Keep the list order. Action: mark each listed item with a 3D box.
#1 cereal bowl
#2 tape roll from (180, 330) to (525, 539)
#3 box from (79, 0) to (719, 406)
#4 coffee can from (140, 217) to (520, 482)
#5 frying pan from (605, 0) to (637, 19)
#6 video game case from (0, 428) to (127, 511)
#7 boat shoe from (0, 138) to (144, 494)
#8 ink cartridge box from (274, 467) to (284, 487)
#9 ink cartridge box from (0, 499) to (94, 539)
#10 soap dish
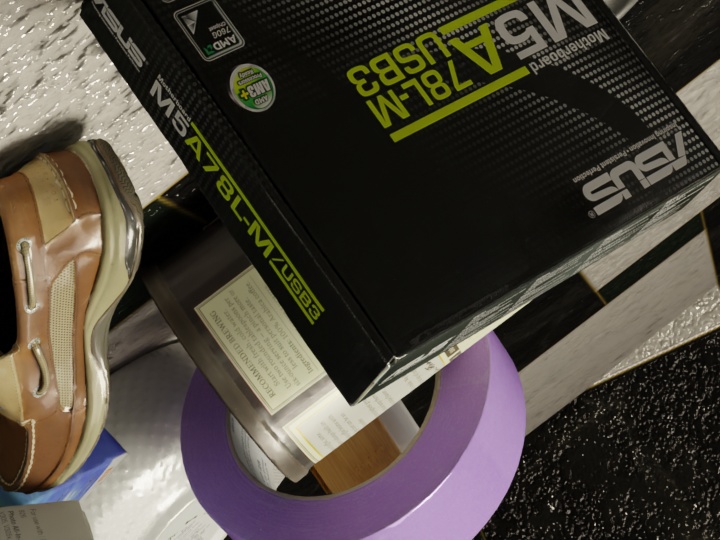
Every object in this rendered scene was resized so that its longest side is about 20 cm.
[{"bbox_3d":[-0.137,0.148,1.341,0.200,0.083,0.201,-40,155,-23],"label":"cereal bowl"},{"bbox_3d":[-0.005,0.089,1.212,0.200,0.200,0.066,-37,140,0],"label":"tape roll"},{"bbox_3d":[0.020,-0.072,0.815,0.199,0.194,0.048,-27,164,-34],"label":"box"},{"bbox_3d":[0.000,0.000,1.132,0.200,0.147,0.146,-36,168,-1],"label":"coffee can"},{"bbox_3d":[0.160,-0.176,1.196,0.190,0.031,0.115,-38,168,-9],"label":"frying pan"},{"bbox_3d":[-0.227,0.161,1.099,0.181,0.045,0.200,-47,175,11],"label":"video game case"},{"bbox_3d":[-0.157,0.024,0.938,0.074,0.076,0.201,-12,136,-32],"label":"boat shoe"},{"bbox_3d":[-0.063,0.107,1.640,0.201,0.050,0.161,-56,166,2],"label":"ink cartridge box"},{"bbox_3d":[-0.222,0.197,0.961,0.199,0.088,0.146,-4,122,-22],"label":"ink cartridge box"},{"bbox_3d":[-0.008,0.119,1.475,0.081,0.158,0.200,-33,161,-6],"label":"soap dish"}]
